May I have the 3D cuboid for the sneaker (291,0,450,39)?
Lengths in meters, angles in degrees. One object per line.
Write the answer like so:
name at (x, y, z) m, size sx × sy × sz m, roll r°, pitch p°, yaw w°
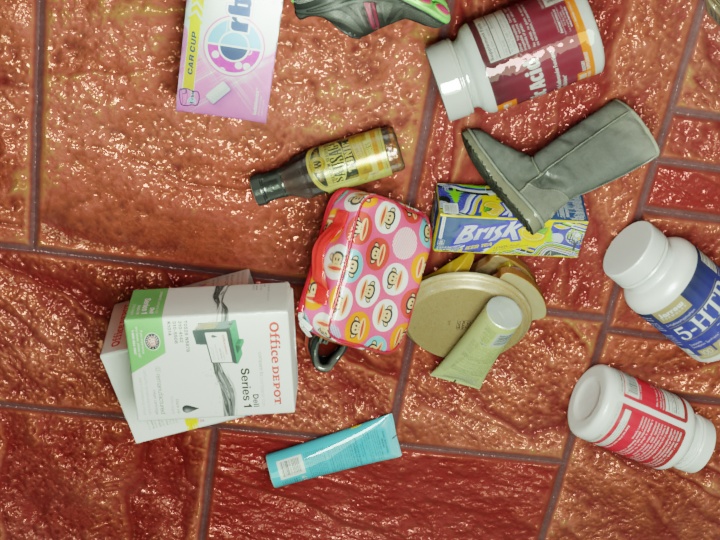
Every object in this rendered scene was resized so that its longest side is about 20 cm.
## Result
sneaker at (0.011, -0.324, 1.327) m, size 0.198 × 0.077 × 0.084 m, roll 10°, pitch 134°, yaw -5°

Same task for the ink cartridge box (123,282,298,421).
ink cartridge box at (-0.179, 0.100, 1.351) m, size 0.198 × 0.084 × 0.147 m, roll -3°, pitch 114°, yaw -1°

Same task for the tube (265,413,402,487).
tube at (-0.040, 0.273, 1.637) m, size 0.198 × 0.051 × 0.078 m, roll -15°, pitch 121°, yaw -1°

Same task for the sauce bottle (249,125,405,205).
sauce bottle at (-0.044, -0.130, 1.417) m, size 0.198 × 0.066 × 0.066 m, roll -19°, pitch 117°, yaw 4°

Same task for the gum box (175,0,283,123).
gum box at (-0.156, -0.289, 1.325) m, size 0.112 × 0.066 × 0.202 m, roll 7°, pitch 116°, yaw -9°

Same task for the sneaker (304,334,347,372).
sneaker at (-0.022, 0.053, 1.501) m, size 0.076 × 0.082 × 0.202 m, roll 12°, pitch 113°, yaw -9°

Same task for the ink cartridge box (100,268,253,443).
ink cartridge box at (-0.226, 0.115, 1.483) m, size 0.198 × 0.147 × 0.147 m, roll -15°, pitch 117°, yaw 3°

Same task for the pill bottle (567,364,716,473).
pill bottle at (0.413, 0.222, 1.601) m, size 0.199 × 0.113 × 0.113 m, roll 23°, pitch 113°, yaw -15°

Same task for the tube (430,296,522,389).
tube at (0.160, 0.106, 1.499) m, size 0.052 × 0.058 × 0.201 m, roll -30°, pitch 159°, yaw -31°

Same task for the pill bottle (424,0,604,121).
pill bottle at (0.186, -0.261, 1.337) m, size 0.198 × 0.114 × 0.115 m, roll -20°, pitch 117°, yaw 7°

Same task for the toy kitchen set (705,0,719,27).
toy kitchen set at (0.371, -0.376, 1.316) m, size 0.163 × 0.180 × 0.201 m, roll -40°, pitch 73°, yaw 13°

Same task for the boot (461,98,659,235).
boot at (0.253, -0.161, 1.409) m, size 0.199 × 0.073 × 0.182 m, roll -38°, pitch 76°, yaw 0°

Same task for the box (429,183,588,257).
box at (0.195, -0.066, 1.457) m, size 0.198 × 0.065 × 0.070 m, roll 3°, pitch 136°, yaw -5°

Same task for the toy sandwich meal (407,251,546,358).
toy sandwich meal at (0.150, 0.046, 1.517) m, size 0.203 × 0.071 × 0.206 m, roll 4°, pitch 139°, yaw 3°

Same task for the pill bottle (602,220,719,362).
pill bottle at (0.432, 0.025, 1.498) m, size 0.199 × 0.120 × 0.120 m, roll 35°, pitch 110°, yaw -19°

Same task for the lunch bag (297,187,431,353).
lunch bag at (0.000, 0.000, 1.410) m, size 0.175 × 0.082 × 0.202 m, roll 18°, pitch 88°, yaw -47°
